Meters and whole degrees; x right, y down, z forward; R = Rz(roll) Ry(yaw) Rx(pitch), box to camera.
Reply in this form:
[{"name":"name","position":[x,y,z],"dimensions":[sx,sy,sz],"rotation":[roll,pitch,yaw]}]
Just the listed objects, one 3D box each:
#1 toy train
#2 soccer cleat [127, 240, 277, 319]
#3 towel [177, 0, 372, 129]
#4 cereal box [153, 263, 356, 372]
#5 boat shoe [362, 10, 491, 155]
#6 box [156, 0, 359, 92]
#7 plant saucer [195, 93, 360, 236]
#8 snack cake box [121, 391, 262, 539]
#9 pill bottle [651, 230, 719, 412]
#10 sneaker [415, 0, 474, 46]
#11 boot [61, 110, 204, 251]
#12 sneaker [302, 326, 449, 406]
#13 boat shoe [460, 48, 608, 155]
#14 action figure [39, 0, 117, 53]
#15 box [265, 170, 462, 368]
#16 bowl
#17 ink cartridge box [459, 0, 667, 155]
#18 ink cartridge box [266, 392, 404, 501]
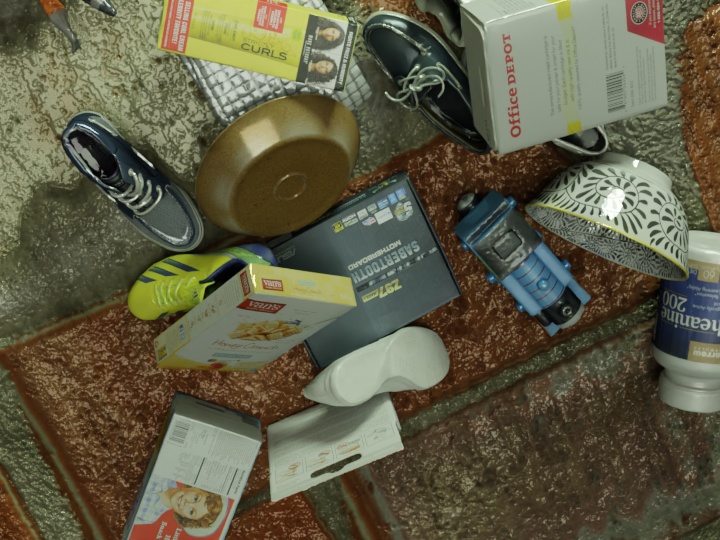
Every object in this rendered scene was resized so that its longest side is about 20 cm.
[{"name":"toy train","position":[0.188,-0.008,1.277],"dimensions":[0.087,0.114,0.200],"rotation":[-42,106,6]},{"name":"soccer cleat","position":[-0.187,0.018,1.236],"dimensions":[0.197,0.084,0.066],"rotation":[-16,113,21]},{"name":"towel","position":[-0.102,-0.236,1.198],"dimensions":[0.164,0.086,0.202],"rotation":[-31,108,4]},{"name":"cereal box","position":[-0.118,0.058,1.210],"dimensions":[0.142,0.040,0.199],"rotation":[7,150,-41]},{"name":"boat shoe","position":[0.078,-0.206,1.227],"dimensions":[0.200,0.062,0.075],"rotation":[43,131,-16]},{"name":"box","position":[-0.105,-0.243,1.124],"dimensions":[0.196,0.050,0.077],"rotation":[13,107,-9]},{"name":"plant saucer","position":[-0.082,-0.102,1.199],"dimensions":[0.197,0.036,0.202],"rotation":[-21,144,-15]},{"name":"snack cake box","position":[-0.205,0.264,1.330],"dimensions":[0.113,0.067,0.203],"rotation":[20,102,-14]},{"name":"pill bottle","position":[0.412,0.062,1.326],"dimensions":[0.109,0.111,0.204],"rotation":[2,105,-7]},{"name":"sneaker","position":[0.141,-0.272,1.202],"dimensions":[0.197,0.078,0.101],"rotation":[25,61,-5]},{"name":"boot","position":[-0.253,-0.089,1.214],"dimensions":[0.073,0.090,0.200],"rotation":[-44,106,6]},{"name":"sneaker","position":[0.018,0.116,1.300],"dimensions":[0.198,0.088,0.077],"rotation":[-9,83,-42]},{"name":"boat shoe","position":[0.202,-0.194,1.253],"dimensions":[0.199,0.066,0.072],"rotation":[38,98,-15]},{"name":"action figure","position":[-0.311,-0.356,1.131],"dimensions":[0.200,0.105,0.193],"rotation":[-44,115,8]},{"name":"box","position":[0.000,0.000,1.290],"dimensions":[0.197,0.051,0.160],"rotation":[-26,107,2]},{"name":"bowl","position":[0.294,-0.073,1.243],"dimensions":[0.198,0.201,0.096],"rotation":[26,86,-13]},{"name":"ink cartridge box","position":[0.213,-0.226,1.155],"dimensions":[0.197,0.084,0.147],"rotation":[-16,120,-8]},{"name":"ink cartridge box","position":[-0.028,0.208,1.266],"dimensions":[0.159,0.200,0.051],"rotation":[-23,109,0]}]
